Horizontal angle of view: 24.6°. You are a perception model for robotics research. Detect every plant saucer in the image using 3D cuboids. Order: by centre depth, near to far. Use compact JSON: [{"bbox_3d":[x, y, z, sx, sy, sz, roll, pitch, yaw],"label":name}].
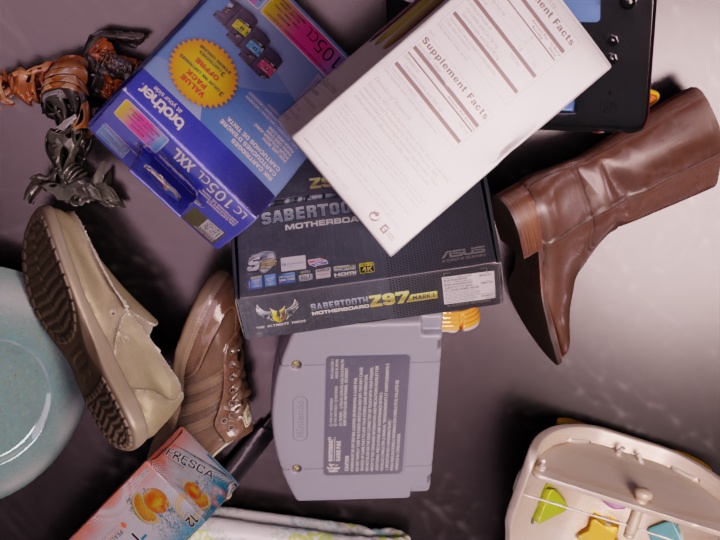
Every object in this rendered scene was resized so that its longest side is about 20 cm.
[{"bbox_3d":[-0.298,0.099,1.297,0.200,0.039,0.203,-11,111,-30],"label":"plant saucer"}]

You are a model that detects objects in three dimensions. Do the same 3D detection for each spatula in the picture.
[{"bbox_3d":[-0.064,0.123,1.362,0.056,0.021,0.200,33,107,-29],"label":"spatula"}]

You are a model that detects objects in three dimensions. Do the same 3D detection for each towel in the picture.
[{"bbox_3d":[-0.067,0.290,1.389,0.198,0.048,0.173,8,106,-6],"label":"towel"}]

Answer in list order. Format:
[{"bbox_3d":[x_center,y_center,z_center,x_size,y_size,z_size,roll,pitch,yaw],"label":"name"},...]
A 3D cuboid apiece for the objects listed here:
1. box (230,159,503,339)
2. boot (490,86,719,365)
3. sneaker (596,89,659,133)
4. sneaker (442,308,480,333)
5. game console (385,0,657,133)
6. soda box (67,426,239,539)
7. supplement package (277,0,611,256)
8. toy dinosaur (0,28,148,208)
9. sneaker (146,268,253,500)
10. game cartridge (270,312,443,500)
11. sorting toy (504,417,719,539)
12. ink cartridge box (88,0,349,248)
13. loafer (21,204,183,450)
[{"bbox_3d":[0.001,-0.034,1.259,0.198,0.158,0.051,-7,136,1],"label":"box"},{"bbox_3d":[0.210,-0.035,1.310,0.199,0.064,0.187,-29,134,-13],"label":"boot"},{"bbox_3d":[0.170,-0.207,1.271,0.077,0.073,0.201,-27,109,-14],"label":"sneaker"},{"bbox_3d":[0.000,0.000,1.312,0.198,0.078,0.078,5,100,-11],"label":"sneaker"},{"bbox_3d":[0.118,-0.189,1.220,0.198,0.031,0.178,3,111,7],"label":"game console"},{"bbox_3d":[-0.186,0.214,1.326,0.068,0.064,0.200,45,122,0],"label":"soda box"},{"bbox_3d":[0.055,-0.124,1.154,0.200,0.114,0.110,-41,104,1],"label":"supplement package"},{"bbox_3d":[-0.216,-0.119,1.282,0.198,0.102,0.137,0,89,18],"label":"toy dinosaur"},{"bbox_3d":[-0.115,0.095,1.332,0.075,0.071,0.201,19,113,3],"label":"sneaker"},{"bbox_3d":[-0.005,0.104,1.312,0.132,0.042,0.201,2,131,-1],"label":"game cartridge"},{"bbox_3d":[0.197,0.232,1.361,0.198,0.107,0.181,18,110,-5],"label":"sorting toy"},{"bbox_3d":[-0.103,-0.114,1.220,0.136,0.076,0.200,43,57,-10],"label":"ink cartridge box"},{"bbox_3d":[-0.200,0.040,1.285,0.068,0.076,0.201,-21,86,-38],"label":"loafer"}]
